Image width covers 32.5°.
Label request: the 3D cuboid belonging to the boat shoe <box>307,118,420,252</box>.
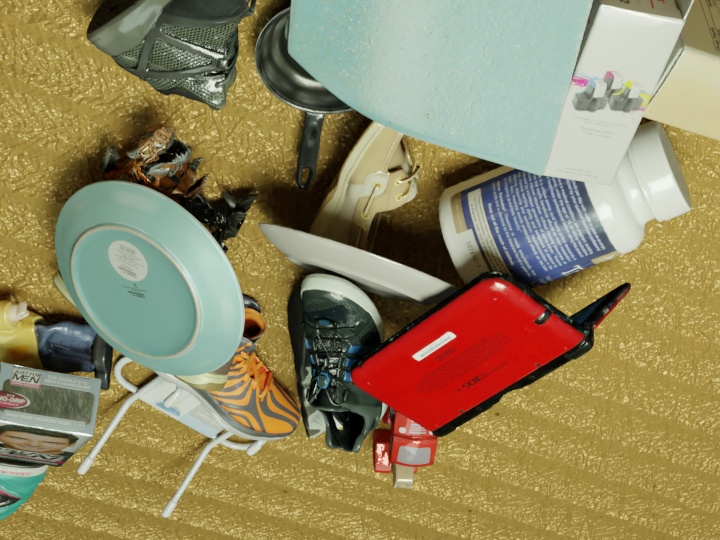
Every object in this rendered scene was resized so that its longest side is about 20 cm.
[{"bbox_3d":[0.018,-0.082,1.070,0.069,0.074,0.200,29,140,-2],"label":"boat shoe"}]

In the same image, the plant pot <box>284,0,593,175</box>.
[{"bbox_3d":[0.054,-0.214,0.871,0.199,0.197,0.196,9,135,0],"label":"plant pot"}]

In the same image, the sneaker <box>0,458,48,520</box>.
[{"bbox_3d":[-0.457,0.227,1.391,0.199,0.084,0.121,14,124,-14],"label":"sneaker"}]

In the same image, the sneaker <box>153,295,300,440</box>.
[{"bbox_3d":[-0.117,0.097,1.254,0.200,0.078,0.112,35,127,-29],"label":"sneaker"}]

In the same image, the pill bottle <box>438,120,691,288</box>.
[{"bbox_3d":[0.178,-0.054,1.074,0.199,0.111,0.111,-22,130,21],"label":"pill bottle"}]

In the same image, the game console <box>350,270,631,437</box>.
[{"bbox_3d":[0.117,0.054,1.116,0.172,0.119,0.200,33,132,-23],"label":"game console"}]

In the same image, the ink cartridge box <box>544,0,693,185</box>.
[{"bbox_3d":[0.188,-0.180,0.947,0.067,0.116,0.201,9,133,-8],"label":"ink cartridge box"}]

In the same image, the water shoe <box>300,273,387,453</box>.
[{"bbox_3d":[-0.016,0.091,1.144,0.071,0.079,0.201,5,136,23],"label":"water shoe"}]

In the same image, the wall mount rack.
[{"bbox_3d":[-0.202,0.180,1.339,0.200,0.075,0.174,35,126,-28],"label":"wall mount rack"}]

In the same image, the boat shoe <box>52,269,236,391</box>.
[{"bbox_3d":[-0.201,0.039,1.182,0.199,0.073,0.065,32,101,8],"label":"boat shoe"}]

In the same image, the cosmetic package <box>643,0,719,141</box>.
[{"bbox_3d":[0.318,-0.150,0.983,0.199,0.106,0.071,16,133,-12],"label":"cosmetic package"}]

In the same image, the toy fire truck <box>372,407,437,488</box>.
[{"bbox_3d":[0.045,0.171,1.278,0.048,0.200,0.142,4,106,-4],"label":"toy fire truck"}]

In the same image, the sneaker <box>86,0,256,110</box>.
[{"bbox_3d":[-0.108,-0.199,0.966,0.199,0.077,0.114,-26,131,28],"label":"sneaker"}]

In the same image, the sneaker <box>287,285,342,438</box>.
[{"bbox_3d":[-0.025,0.085,1.253,0.088,0.074,0.201,-12,137,-6],"label":"sneaker"}]

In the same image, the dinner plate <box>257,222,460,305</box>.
[{"bbox_3d":[0.000,0.000,1.102,0.199,0.024,0.200,18,175,2],"label":"dinner plate"}]

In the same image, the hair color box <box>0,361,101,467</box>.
[{"bbox_3d":[-0.335,0.151,1.265,0.098,0.061,0.200,12,158,-19],"label":"hair color box"}]

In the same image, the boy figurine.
[{"bbox_3d":[-0.350,0.072,1.245,0.199,0.065,0.125,5,141,-7],"label":"boy figurine"}]

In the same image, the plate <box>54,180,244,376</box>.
[{"bbox_3d":[-0.193,0.015,1.087,0.199,0.026,0.201,16,127,22],"label":"plate"}]

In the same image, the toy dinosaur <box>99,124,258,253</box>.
[{"bbox_3d":[-0.175,-0.056,1.113,0.135,0.103,0.200,28,166,-5],"label":"toy dinosaur"}]

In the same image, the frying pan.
[{"bbox_3d":[-0.021,-0.152,1.039,0.114,0.031,0.191,-8,137,10],"label":"frying pan"}]
